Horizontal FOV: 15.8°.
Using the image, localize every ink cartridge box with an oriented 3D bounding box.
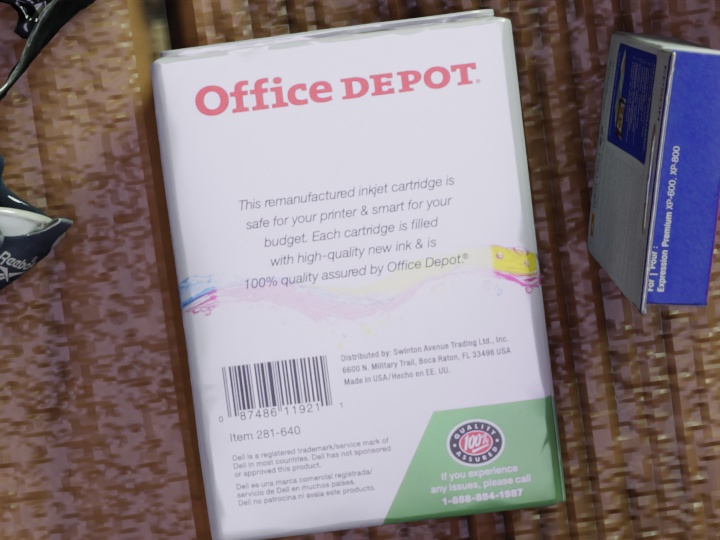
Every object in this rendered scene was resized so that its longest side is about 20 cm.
[{"bbox_3d":[0.116,-0.041,0.999,0.037,0.200,0.095,6,97,1],"label":"ink cartridge box"},{"bbox_3d":[0.000,0.000,1.064,0.144,0.084,0.200,-7,96,2],"label":"ink cartridge box"}]

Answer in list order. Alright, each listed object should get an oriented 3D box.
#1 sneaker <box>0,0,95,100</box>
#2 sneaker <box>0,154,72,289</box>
[{"bbox_3d":[-0.101,-0.159,1.039,0.060,0.104,0.200,34,96,-2],"label":"sneaker"},{"bbox_3d":[-0.178,0.019,1.072,0.129,0.079,0.200,-9,86,11],"label":"sneaker"}]
